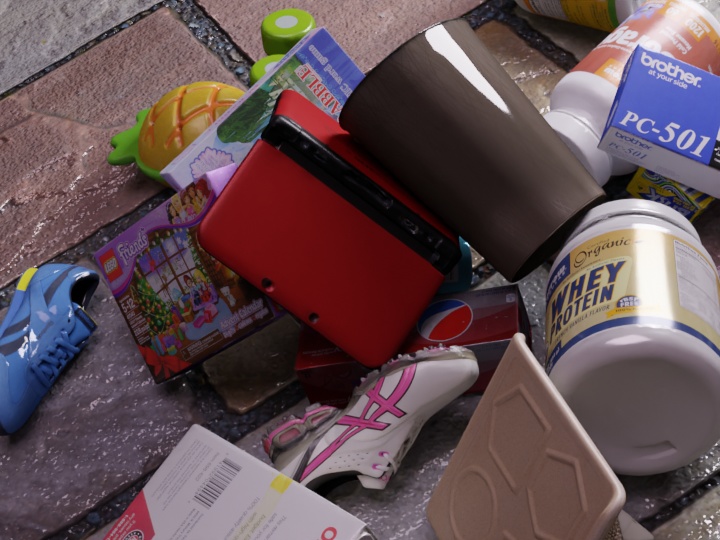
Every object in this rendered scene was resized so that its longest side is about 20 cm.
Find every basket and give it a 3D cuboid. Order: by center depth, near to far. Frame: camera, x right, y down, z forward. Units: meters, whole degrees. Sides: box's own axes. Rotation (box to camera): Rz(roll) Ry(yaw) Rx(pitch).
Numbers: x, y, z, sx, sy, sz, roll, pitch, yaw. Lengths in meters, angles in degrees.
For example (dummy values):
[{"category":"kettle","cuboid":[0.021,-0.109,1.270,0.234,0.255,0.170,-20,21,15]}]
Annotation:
[{"category":"basket","cuboid":[0.105,-0.099,1.405,0.200,0.136,0.180,48,29,10]}]

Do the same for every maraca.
[{"category":"maraca","cuboid":[-0.179,-0.140,1.688,0.200,0.107,0.137,10,44,41]}]

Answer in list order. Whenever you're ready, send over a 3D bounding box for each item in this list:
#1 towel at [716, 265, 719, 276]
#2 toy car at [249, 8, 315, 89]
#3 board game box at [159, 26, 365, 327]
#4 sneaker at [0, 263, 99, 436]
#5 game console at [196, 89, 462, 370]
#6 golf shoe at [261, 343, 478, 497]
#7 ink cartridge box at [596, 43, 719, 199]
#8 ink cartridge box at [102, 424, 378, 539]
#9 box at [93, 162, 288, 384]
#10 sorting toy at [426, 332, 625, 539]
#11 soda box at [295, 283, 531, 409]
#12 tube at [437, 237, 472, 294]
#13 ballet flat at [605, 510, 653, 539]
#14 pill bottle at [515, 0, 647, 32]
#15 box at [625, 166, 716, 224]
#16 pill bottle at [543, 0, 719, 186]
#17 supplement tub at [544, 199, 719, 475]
[{"category":"towel","cuboid":[0.393,0.036,1.338,0.146,0.030,0.200,-19,42,1]},{"category":"toy car","cuboid":[0.003,-0.153,1.596,0.199,0.165,0.158,1,42,7]},{"category":"board game box","cuboid":[-0.044,-0.083,1.494,0.200,0.200,0.041,-45,14,-11]},{"category":"sneaker","cuboid":[-0.301,0.070,1.552,0.078,0.066,0.200,-2,46,14]},{"category":"game console","cuboid":[-0.024,-0.039,1.399,0.119,0.200,0.172,-50,12,16]},{"category":"golf shoe","cuboid":[0.018,0.134,1.348,0.200,0.073,0.092,-31,66,15]},{"category":"ink cartridge box","cuboid":[0.315,-0.114,1.415,0.199,0.044,0.094,22,63,-1]},{"category":"ink cartridge box","cuboid":[-0.093,0.233,1.279,0.200,0.083,0.145,25,68,38]},{"category":"box","cuboid":[-0.147,0.007,1.439,0.039,0.137,0.200,-23,-5,-43]},{"category":"sorting toy","cuboid":[0.124,0.176,1.219,0.036,0.185,0.200,8,33,-26]},{"category":"soda box","cuboid":[0.047,0.070,1.415,0.199,0.064,0.070,-9,43,14]},{"category":"tube","cuboid":[0.000,0.000,1.463,0.199,0.050,0.078,-3,64,-13]},{"category":"ballet flat","cuboid":[0.192,0.230,1.206,0.075,0.068,0.200,-3,47,-12]},{"category":"pill bottle","cuboid":[0.225,-0.316,1.700,0.200,0.111,0.111,21,57,36]},{"category":"box","cuboid":[0.334,-0.128,1.484,0.070,0.064,0.200,42,67,8]},{"category":"pill bottle","cuboid":[0.252,-0.162,1.533,0.112,0.112,0.200,27,61,39]},{"category":"supplement tub","cuboid":[0.219,0.049,1.300,0.144,0.145,0.200,-9,36,13]}]
